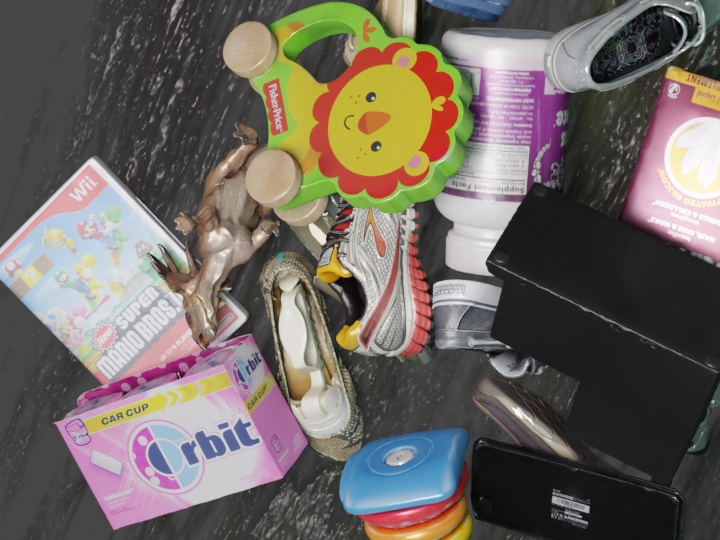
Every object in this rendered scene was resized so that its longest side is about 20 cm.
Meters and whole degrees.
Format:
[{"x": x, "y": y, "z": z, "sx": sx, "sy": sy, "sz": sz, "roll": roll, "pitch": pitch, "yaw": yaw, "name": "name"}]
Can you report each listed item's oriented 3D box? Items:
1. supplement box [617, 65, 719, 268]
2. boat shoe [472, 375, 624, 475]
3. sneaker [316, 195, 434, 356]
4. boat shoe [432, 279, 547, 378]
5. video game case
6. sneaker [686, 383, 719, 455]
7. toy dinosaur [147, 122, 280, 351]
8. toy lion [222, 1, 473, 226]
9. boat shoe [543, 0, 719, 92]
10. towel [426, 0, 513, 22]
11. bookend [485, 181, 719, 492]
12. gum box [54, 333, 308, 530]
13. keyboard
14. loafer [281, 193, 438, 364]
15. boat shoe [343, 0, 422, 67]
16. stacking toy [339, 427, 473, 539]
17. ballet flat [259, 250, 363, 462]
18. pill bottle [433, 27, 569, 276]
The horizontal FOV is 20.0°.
[{"x": 0.284, "y": -0.057, "z": 1.697, "sx": 0.110, "sy": 0.086, "sz": 0.201, "roll": 20, "pitch": 97, "yaw": 21, "name": "supplement box"}, {"x": 0.167, "y": 0.177, "z": 1.787, "sx": 0.200, "sy": 0.075, "sz": 0.073, "roll": 43, "pitch": 103, "yaw": -2, "name": "boat shoe"}, {"x": 0.004, "y": -0.027, "z": 1.691, "sx": 0.082, "sy": 0.078, "sz": 0.201, "roll": -6, "pitch": 79, "yaw": -22, "name": "sneaker"}, {"x": 0.134, "y": 0.058, "z": 1.715, "sx": 0.072, "sy": 0.200, "sz": 0.068, "roll": -6, "pitch": 75, "yaw": 41, "name": "boat shoe"}, {"x": -0.217, "y": 0.017, "z": 1.826, "sx": 0.143, "sy": 0.017, "sz": 0.200, "roll": -43, "pitch": 94, "yaw": 13, "name": "video game case"}, {"x": 0.314, "y": 0.102, "z": 1.764, "sx": 0.199, "sy": 0.075, "sz": 0.116, "roll": -4, "pitch": 110, "yaw": 13, "name": "sneaker"}, {"x": -0.118, "y": -0.045, "z": 1.765, "sx": 0.086, "sy": 0.136, "sz": 0.200, "roll": 30, "pitch": 63, "yaw": -9, "name": "toy dinosaur"}, {"x": -0.004, "y": -0.134, "z": 1.665, "sx": 0.191, "sy": 0.069, "sz": 0.200, "roll": -21, "pitch": 63, "yaw": 17, "name": "toy lion"}, {"x": 0.245, "y": -0.196, "z": 1.664, "sx": 0.201, "sy": 0.071, "sz": 0.070, "roll": -29, "pitch": 116, "yaw": -21, "name": "boat shoe"}, {"x": 0.119, "y": -0.306, "z": 1.681, "sx": 0.048, "sy": 0.112, "sz": 0.200, "roll": 29, "pitch": 105, "yaw": 38, "name": "towel"}, {"x": 0.196, "y": 0.058, "z": 1.651, "sx": 0.198, "sy": 0.092, "sz": 0.200, "roll": 26, "pitch": 147, "yaw": 12, "name": "bookend"}, {"x": -0.162, "y": 0.144, "z": 1.789, "sx": 0.200, "sy": 0.066, "sz": 0.114, "roll": -20, "pitch": 105, "yaw": 28, "name": "gum box"}, {"x": 0.186, "y": 0.207, "z": 1.739, "sx": 0.200, "sy": 0.040, "sz": 0.104, "roll": 14, "pitch": 110, "yaw": 31, "name": "keyboard"}, {"x": 0.000, "y": 0.000, "z": 1.778, "sx": 0.070, "sy": 0.075, "sz": 0.200, "roll": -32, "pitch": 91, "yaw": 25, "name": "loafer"}, {"x": 0.017, "y": -0.184, "z": 1.732, "sx": 0.064, "sy": 0.071, "sz": 0.201, "roll": 5, "pitch": 103, "yaw": 5, "name": "boat shoe"}, {"x": 0.063, "y": 0.247, "z": 1.810, "sx": 0.109, "sy": 0.116, "sz": 0.200, "roll": -12, "pitch": 114, "yaw": 17, "name": "stacking toy"}, {"x": -0.047, "y": 0.082, "z": 1.790, "sx": 0.068, "sy": 0.075, "sz": 0.201, "roll": -14, "pitch": 100, "yaw": 6, "name": "ballet flat"}, {"x": 0.118, "y": -0.100, "z": 1.717, "sx": 0.112, "sy": 0.112, "sz": 0.201, "roll": 4, "pitch": 102, "yaw": 6, "name": "pill bottle"}]
